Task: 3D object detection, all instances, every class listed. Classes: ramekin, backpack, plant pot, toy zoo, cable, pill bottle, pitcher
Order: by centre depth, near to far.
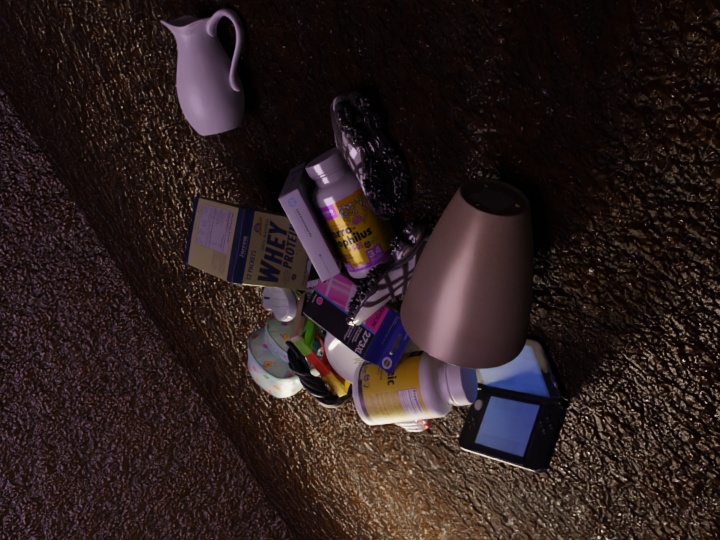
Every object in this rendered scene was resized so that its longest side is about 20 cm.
[{"bbox_3d":[0.157,-0.009,0.870,0.186,0.185,0.204,33,133,30],"label":"plant pot"},{"bbox_3d":[-0.015,-0.098,1.081,0.103,0.104,0.203,0,123,56],"label":"pill bottle"},{"bbox_3d":[0.093,0.194,1.100,0.195,0.112,0.113,-13,116,27],"label":"pill bottle"},{"bbox_3d":[-0.260,-0.355,1.169,0.168,0.121,0.205,5,117,35],"label":"pitcher"},{"bbox_3d":[0.021,0.138,1.227,0.197,0.095,0.206,14,136,13],"label":"ramekin"},{"bbox_3d":[-0.064,0.154,1.287,0.020,0.133,0.201,-24,120,23],"label":"toy zoo"},{"bbox_3d":[-0.082,0.196,1.299,0.050,0.199,0.167,-24,82,22],"label":"cable"},{"bbox_3d":[-0.168,0.185,1.532,0.175,0.199,0.155,42,150,19],"label":"backpack"}]

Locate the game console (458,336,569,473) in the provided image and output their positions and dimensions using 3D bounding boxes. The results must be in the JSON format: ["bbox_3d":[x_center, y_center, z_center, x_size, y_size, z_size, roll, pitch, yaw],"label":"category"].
[{"bbox_3d":[0.223,0.208,1.062,0.117,0.174,0.198,34,161,-27],"label":"game console"}]

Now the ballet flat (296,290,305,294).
[{"bbox_3d":[-0.128,0.023,1.431,0.199,0.068,0.064,39,175,38],"label":"ballet flat"}]

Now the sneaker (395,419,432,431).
[{"bbox_3d":[0.125,0.272,1.340,0.107,0.069,0.200,33,138,-24],"label":"sneaker"}]

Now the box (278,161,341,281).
[{"bbox_3d":[-0.081,-0.092,1.135,0.201,0.040,0.159,-87,-28,-69],"label":"box"}]

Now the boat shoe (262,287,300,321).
[{"bbox_3d":[-0.155,0.060,1.361,0.199,0.060,0.074,-165,75,-68],"label":"boat shoe"}]

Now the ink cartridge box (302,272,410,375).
[{"bbox_3d":[-0.005,0.081,1.103,0.198,0.096,0.037,33,-173,29],"label":"ink cartridge box"}]

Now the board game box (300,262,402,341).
[{"bbox_3d":[-0.015,0.050,1.147,0.196,0.108,0.023,13,177,33],"label":"board game box"}]

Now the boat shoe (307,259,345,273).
[{"bbox_3d":[0.000,0.000,1.223,0.196,0.073,0.090,2,160,36],"label":"boat shoe"}]

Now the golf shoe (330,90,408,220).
[{"bbox_3d":[0.011,-0.178,1.002,0.094,0.076,0.204,35,150,63],"label":"golf shoe"}]

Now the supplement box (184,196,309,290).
[{"bbox_3d":[-0.210,-0.053,1.292,0.197,0.197,0.138,17,97,47],"label":"supplement box"}]

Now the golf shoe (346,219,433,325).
[{"bbox_3d":[0.058,0.022,1.022,0.094,0.201,0.078,37,-166,-12],"label":"golf shoe"}]
